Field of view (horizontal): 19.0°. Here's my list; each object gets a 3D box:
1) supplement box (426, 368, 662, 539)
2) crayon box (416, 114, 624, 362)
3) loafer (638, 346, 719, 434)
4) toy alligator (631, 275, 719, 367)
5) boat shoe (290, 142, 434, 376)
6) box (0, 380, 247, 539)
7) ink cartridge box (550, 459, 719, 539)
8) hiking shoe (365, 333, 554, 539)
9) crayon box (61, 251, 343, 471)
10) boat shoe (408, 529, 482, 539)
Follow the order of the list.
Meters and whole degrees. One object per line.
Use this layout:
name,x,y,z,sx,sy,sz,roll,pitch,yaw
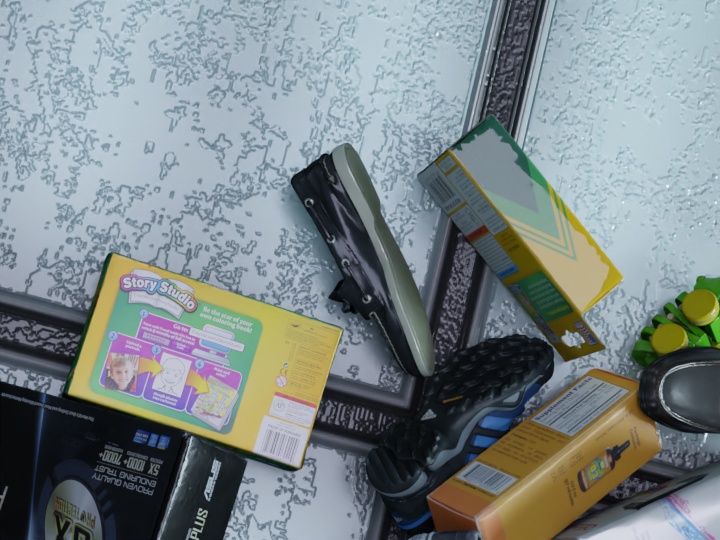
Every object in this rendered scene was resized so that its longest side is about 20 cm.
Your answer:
supplement box,0.149,0.160,1.710,0.199,0.069,0.067,-33,121,-26
crayon box,0.137,-0.024,1.734,0.051,0.126,0.200,-38,91,-13
loafer,0.315,0.102,1.741,0.199,0.072,0.073,4,91,-31
toy alligator,0.285,0.032,1.792,0.200,0.059,0.054,-47,52,-12
boat shoe,-0.001,0.000,1.739,0.066,0.075,0.201,-21,102,14
box,-0.208,0.188,1.616,0.199,0.086,0.165,12,79,32
ink cartridge box,0.254,0.214,1.713,0.199,0.148,0.086,-20,86,-12
hiking shoe,0.084,0.131,1.741,0.200,0.074,0.087,-39,134,-23
crayon box,-0.125,0.074,1.711,0.199,0.058,0.120,19,80,-7
boat shoe,0.096,0.279,1.648,0.067,0.072,0.201,-13,118,16
